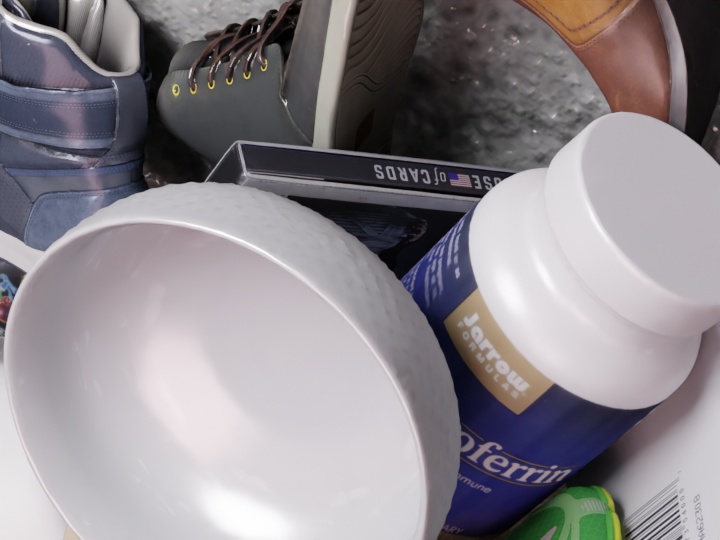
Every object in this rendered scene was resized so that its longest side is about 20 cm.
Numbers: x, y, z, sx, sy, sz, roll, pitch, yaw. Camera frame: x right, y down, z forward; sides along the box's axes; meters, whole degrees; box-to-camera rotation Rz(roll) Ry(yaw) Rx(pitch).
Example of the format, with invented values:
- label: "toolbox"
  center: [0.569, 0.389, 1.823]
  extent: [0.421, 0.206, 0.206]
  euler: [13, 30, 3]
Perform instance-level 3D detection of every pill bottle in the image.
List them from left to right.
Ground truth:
- label: "pill bottle"
  center: [0.074, 0.028, 0.979]
  extent: [0.116, 0.116, 0.200]
  euler: [38, 132, -6]

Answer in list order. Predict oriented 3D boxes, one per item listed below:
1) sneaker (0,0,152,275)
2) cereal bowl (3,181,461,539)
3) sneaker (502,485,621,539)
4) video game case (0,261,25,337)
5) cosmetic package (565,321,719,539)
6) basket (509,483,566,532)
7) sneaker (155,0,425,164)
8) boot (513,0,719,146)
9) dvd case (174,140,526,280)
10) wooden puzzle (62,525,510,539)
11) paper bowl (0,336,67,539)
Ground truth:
- label: "sneaker"
  center: [-0.175, -0.080, 1.103]
  extent: [0.202, 0.077, 0.147]
  euler: [17, 120, 35]
- label: "cereal bowl"
  center: [-0.043, 0.050, 0.942]
  extent: [0.199, 0.083, 0.201]
  euler: [15, 122, 25]
- label: "sneaker"
  center: [0.028, 0.159, 0.976]
  extent: [0.200, 0.074, 0.084]
  euler: [-38, 123, 10]
- label: "video game case"
  center: [-0.116, 0.061, 1.220]
  extent: [0.181, 0.023, 0.201]
  euler: [-13, 119, 30]
- label: "cosmetic package"
  center: [0.205, 0.153, 0.991]
  extent: [0.199, 0.200, 0.123]
  euler: [21, 135, -23]
- label: "basket"
  center: [0.065, 0.203, 1.147]
  extent: [0.200, 0.139, 0.177]
  euler: [-32, 75, 40]
- label: "sneaker"
  center: [-0.039, -0.093, 1.009]
  extent: [0.106, 0.075, 0.200]
  euler: [31, 145, 14]
- label: "boot"
  center: [0.053, -0.121, 0.983]
  extent: [0.199, 0.069, 0.189]
  euler: [9, 137, 24]
- label: "dvd case"
  center: [0.000, 0.000, 1.038]
  extent: [0.199, 0.025, 0.150]
  euler: [5, 145, -31]
- label: "wooden puzzle"
  center: [-0.050, 0.171, 1.069]
  extent: [0.199, 0.046, 0.186]
  euler: [17, 102, -10]
- label: "paper bowl"
  center: [-0.159, 0.130, 1.143]
  extent: [0.104, 0.201, 0.201]
  euler: [-22, 114, 22]
